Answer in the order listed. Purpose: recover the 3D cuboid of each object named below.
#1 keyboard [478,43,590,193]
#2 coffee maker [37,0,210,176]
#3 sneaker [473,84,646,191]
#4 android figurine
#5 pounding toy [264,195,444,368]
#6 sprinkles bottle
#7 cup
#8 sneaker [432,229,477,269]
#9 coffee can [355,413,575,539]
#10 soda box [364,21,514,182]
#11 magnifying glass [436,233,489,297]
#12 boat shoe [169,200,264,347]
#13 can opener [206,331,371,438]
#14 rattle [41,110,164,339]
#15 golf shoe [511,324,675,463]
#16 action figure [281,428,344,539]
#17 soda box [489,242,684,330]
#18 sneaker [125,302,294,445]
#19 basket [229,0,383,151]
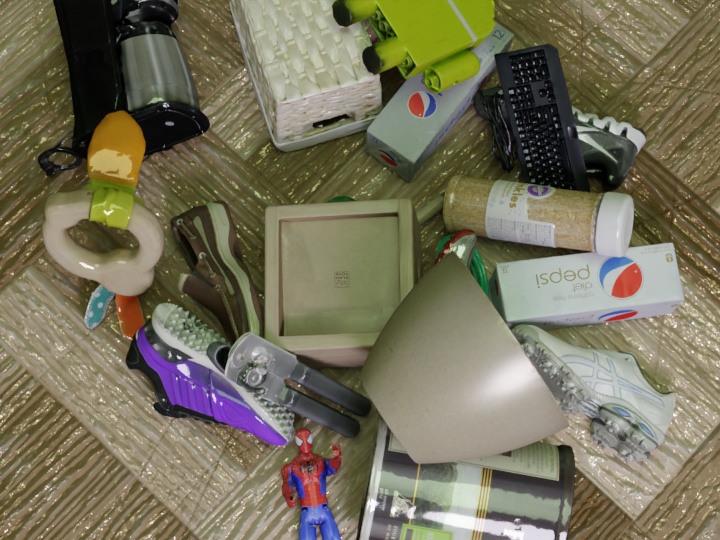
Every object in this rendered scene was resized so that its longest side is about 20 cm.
[{"bbox_3d":[0.186,-0.141,1.623,0.104,0.040,0.200,-7,105,34],"label":"keyboard"},{"bbox_3d":[-0.278,-0.232,1.627,0.192,0.135,0.200,-12,73,-6],"label":"coffee maker"},{"bbox_3d":[0.218,-0.145,1.664,0.200,0.066,0.091,19,71,0],"label":"sneaker"},{"bbox_3d":[0.066,-0.284,1.617,0.200,0.041,0.182,-30,84,-35],"label":"android figurine"},{"bbox_3d":[0.000,0.000,1.586,0.184,0.142,0.201,-3,74,7],"label":"pounding toy"},{"bbox_3d":[0.192,-0.060,1.605,0.200,0.068,0.068,8,72,20],"label":"sprinkles bottle"},{"bbox_3d":[0.085,0.103,1.410,0.143,0.200,0.200,-34,77,1],"label":"cup"},{"bbox_3d":[0.109,0.054,1.544,0.082,0.078,0.201,5,108,9],"label":"sneaker"},{"bbox_3d":[0.104,0.233,1.501,0.199,0.146,0.147,10,73,0],"label":"coffee can"},{"bbox_3d":[0.088,-0.201,1.675,0.068,0.063,0.200,35,74,8],"label":"soda box"},{"bbox_3d":[0.125,0.057,1.604,0.022,0.080,0.200,-21,81,31],"label":"magnifying glass"},{"bbox_3d":[-0.158,0.017,1.576,0.075,0.075,0.203,-11,51,-14],"label":"boat shoe"},{"bbox_3d":[-0.074,0.115,1.528,0.067,0.200,0.053,22,82,46],"label":"can opener"},{"bbox_3d":[-0.262,-0.043,1.569,0.130,0.200,0.143,-18,51,0],"label":"rattle"},{"bbox_3d":[0.250,0.114,1.593,0.200,0.078,0.097,40,62,2],"label":"golf shoe"},{"bbox_3d":[-0.043,0.254,1.514,0.065,0.099,0.200,-9,71,-7],"label":"action figure"},{"bbox_3d":[0.246,0.021,1.617,0.199,0.064,0.068,-7,73,-5],"label":"soda box"},{"bbox_3d":[-0.163,0.128,1.562,0.200,0.070,0.100,41,112,-10],"label":"sneaker"},{"bbox_3d":[-0.060,-0.255,1.652,0.135,0.123,0.200,-16,75,-7],"label":"basket"}]
